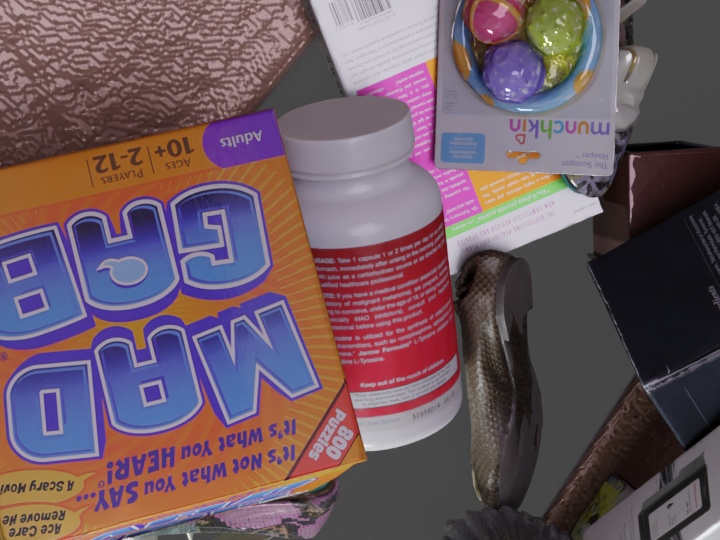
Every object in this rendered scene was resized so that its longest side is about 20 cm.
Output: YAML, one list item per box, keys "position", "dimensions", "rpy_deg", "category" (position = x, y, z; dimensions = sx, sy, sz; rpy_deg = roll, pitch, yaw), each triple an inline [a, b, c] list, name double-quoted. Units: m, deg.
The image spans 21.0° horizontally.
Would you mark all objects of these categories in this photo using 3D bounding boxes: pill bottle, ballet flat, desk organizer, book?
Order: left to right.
- position: [-0.112, 0.154, 1.246]
  dimensions: [0.198, 0.069, 0.072]
  rpy_deg: [3, 119, -16]
  category: "ballet flat"
- position: [0.000, 0.000, 1.204]
  dimensions: [0.111, 0.112, 0.202]
  rpy_deg: [-12, 113, -13]
  category: "pill bottle"
- position: [0.059, -0.107, 1.252]
  dimensions: [0.133, 0.048, 0.201]
  rpy_deg: [-23, 104, -8]
  category: "book"
- position: [0.087, 0.075, 1.279]
  dimensions: [0.067, 0.046, 0.201]
  rpy_deg: [-47, 140, -47]
  category: "ballet flat"
- position: [0.153, -0.149, 1.227]
  dimensions: [0.071, 0.072, 0.202]
  rpy_deg: [-2, 84, -15]
  category: "ballet flat"
- position: [0.257, -0.048, 1.304]
  dimensions: [0.198, 0.072, 0.078]
  rpy_deg: [-4, 99, -15]
  category: "desk organizer"

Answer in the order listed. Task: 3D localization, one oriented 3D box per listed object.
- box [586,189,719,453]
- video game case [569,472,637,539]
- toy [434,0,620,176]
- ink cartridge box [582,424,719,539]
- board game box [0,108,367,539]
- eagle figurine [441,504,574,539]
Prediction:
- position: [0.281, 0.043, 1.238]
  dimensions: [0.196, 0.124, 0.200]
  rpy_deg: [-30, 134, 9]
  category: "box"
- position: [0.202, 0.269, 1.365]
  dimensions: [0.199, 0.036, 0.182]
  rpy_deg: [36, 91, -19]
  category: "video game case"
- position: [0.099, -0.161, 1.188]
  dimensions: [0.114, 0.047, 0.202]
  rpy_deg: [3, 93, 17]
  category: "toy"
- position: [0.242, 0.158, 1.196]
  dimensions: [0.115, 0.068, 0.200]
  rpy_deg: [21, 137, -23]
  category: "ink cartridge box"
- position: [-0.131, 0.046, 1.115]
  dimensions: [0.198, 0.200, 0.202]
  rpy_deg: [-13, 82, -13]
  category: "board game box"
- position: [0.121, 0.271, 1.262]
  dimensions: [0.151, 0.152, 0.200]
  rpy_deg: [-41, 113, 18]
  category: "eagle figurine"
